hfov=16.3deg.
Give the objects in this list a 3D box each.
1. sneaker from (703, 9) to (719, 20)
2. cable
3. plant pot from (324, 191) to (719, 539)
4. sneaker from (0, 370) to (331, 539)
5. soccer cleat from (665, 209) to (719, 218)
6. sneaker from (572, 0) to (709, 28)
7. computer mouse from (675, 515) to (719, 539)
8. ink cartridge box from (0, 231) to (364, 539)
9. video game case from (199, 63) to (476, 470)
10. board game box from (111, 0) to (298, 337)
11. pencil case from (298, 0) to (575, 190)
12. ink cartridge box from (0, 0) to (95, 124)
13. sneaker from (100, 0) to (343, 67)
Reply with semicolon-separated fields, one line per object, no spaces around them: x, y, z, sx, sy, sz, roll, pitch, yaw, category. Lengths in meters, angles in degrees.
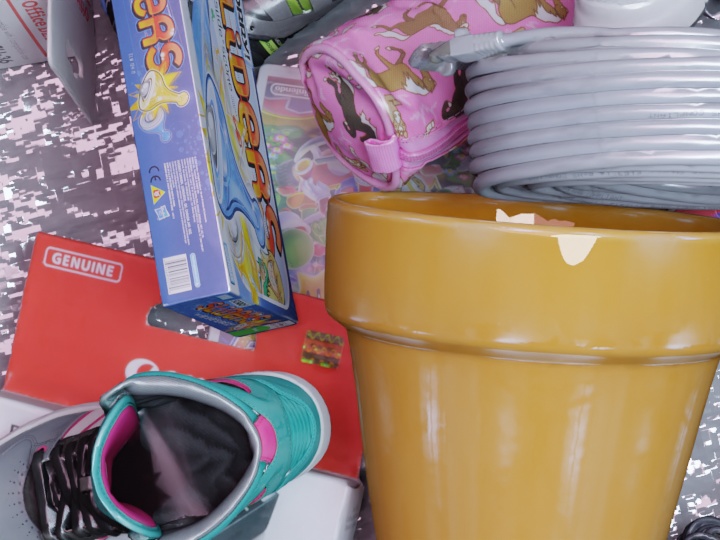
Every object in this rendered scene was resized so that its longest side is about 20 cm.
0.234;-0.210;1.273;0.199;0.075;0.115;-27;75;6;sneaker
0.146;-0.065;1.134;0.199;0.199;0.070;0;86;41;cable
0.078;0.063;1.169;0.199;0.200;0.184;5;95;9;plant pot
-0.118;0.098;1.168;0.199;0.121;0.084;-19;86;9;sneaker
0.215;-0.062;1.239;0.068;0.073;0.200;43;86;14;soccer cleat
0.153;-0.194;1.179;0.074;0.087;0.200;7;48;25;sneaker
0.236;0.093;1.214;0.109;0.044;0.201;31;81;-2;computer mouse
-0.095;0.086;1.247;0.199;0.044;0.175;13;92;11;ink cartridge box
0.000;0.000;1.283;0.142;0.018;0.201;8;79;9;video game case
-0.077;-0.075;1.196;0.034;0.135;0.201;-12;81;10;board game box
0.065;-0.115;1.237;0.199;0.086;0.083;-30;103;-22;pencil case
-0.185;-0.180;1.300;0.067;0.117;0.201;-8;75;5;ink cartridge box
-0.038;-0.148;1.304;0.199;0.071;0.083;-5;89;8;sneaker
